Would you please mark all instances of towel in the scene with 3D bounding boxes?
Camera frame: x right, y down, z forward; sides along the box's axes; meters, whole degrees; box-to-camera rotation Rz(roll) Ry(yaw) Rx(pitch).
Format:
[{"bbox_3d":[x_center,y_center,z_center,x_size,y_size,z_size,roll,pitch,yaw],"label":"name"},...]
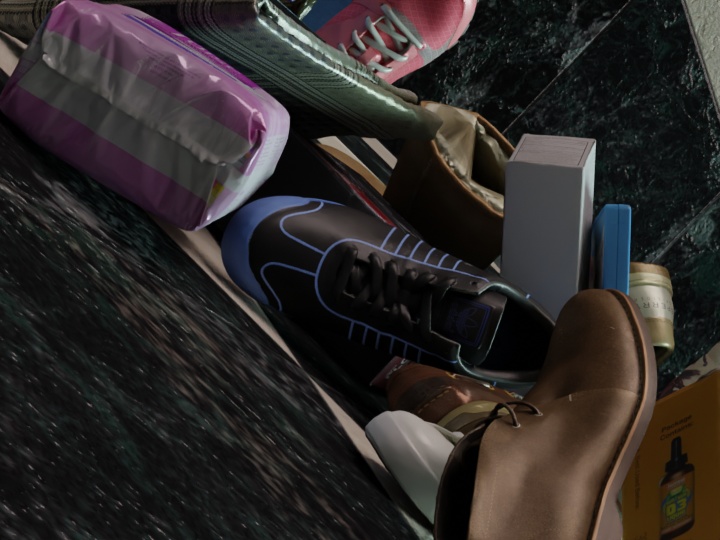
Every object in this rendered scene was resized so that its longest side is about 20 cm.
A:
[{"bbox_3d":[-0.078,-0.119,1.460,0.192,0.035,0.200,2,-16,34],"label":"towel"}]

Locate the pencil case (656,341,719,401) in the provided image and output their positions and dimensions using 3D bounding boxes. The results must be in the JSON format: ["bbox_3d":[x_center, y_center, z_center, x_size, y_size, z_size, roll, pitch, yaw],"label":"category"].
[{"bbox_3d":[0.213,0.107,1.646,0.078,0.200,0.089,54,3,14],"label":"pencil case"}]

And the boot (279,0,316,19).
[{"bbox_3d":[-0.140,-0.214,1.738,0.200,0.175,0.066,47,27,4],"label":"boot"}]

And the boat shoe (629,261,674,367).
[{"bbox_3d":[0.141,0.072,1.671,0.074,0.200,0.067,6,54,-24],"label":"boat shoe"}]

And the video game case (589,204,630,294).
[{"bbox_3d":[0.145,0.069,1.533,0.018,0.201,0.143,3,-6,1],"label":"video game case"}]

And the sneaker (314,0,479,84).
[{"bbox_3d":[0.000,-0.136,1.671,0.074,0.200,0.087,46,35,-14],"label":"sneaker"}]

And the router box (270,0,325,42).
[{"bbox_3d":[-0.138,-0.176,1.616,0.199,0.062,0.150,26,-4,25],"label":"router box"}]

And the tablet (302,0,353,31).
[{"bbox_3d":[-0.075,-0.235,1.735,0.200,0.014,0.130,48,-38,-17],"label":"tablet"}]

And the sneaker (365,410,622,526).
[{"bbox_3d":[0.082,0.106,1.263,0.200,0.085,0.073,38,9,-41],"label":"sneaker"}]

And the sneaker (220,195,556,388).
[{"bbox_3d":[0.025,0.012,1.365,0.199,0.070,0.078,19,-3,-27],"label":"sneaker"}]

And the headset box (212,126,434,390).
[{"bbox_3d":[0.000,0.000,1.521,0.149,0.077,0.200,45,6,15],"label":"headset box"}]

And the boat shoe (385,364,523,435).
[{"bbox_3d":[0.077,0.095,1.381,0.068,0.072,0.200,49,9,31],"label":"boat shoe"}]

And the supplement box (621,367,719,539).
[{"bbox_3d":[0.165,0.146,1.205,0.069,0.066,0.201,39,37,-33],"label":"supplement box"}]

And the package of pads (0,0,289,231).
[{"bbox_3d":[-0.101,-0.079,1.276,0.120,0.076,0.200,34,5,0],"label":"package of pads"}]

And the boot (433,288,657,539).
[{"bbox_3d":[0.086,0.076,1.190,0.075,0.074,0.200,30,47,-16],"label":"boot"}]

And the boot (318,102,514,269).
[{"bbox_3d":[0.028,-0.057,1.677,0.175,0.066,0.200,44,-27,10],"label":"boot"}]

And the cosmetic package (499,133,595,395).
[{"bbox_3d":[0.108,0.025,1.521,0.050,0.201,0.083,5,15,11],"label":"cosmetic package"}]
